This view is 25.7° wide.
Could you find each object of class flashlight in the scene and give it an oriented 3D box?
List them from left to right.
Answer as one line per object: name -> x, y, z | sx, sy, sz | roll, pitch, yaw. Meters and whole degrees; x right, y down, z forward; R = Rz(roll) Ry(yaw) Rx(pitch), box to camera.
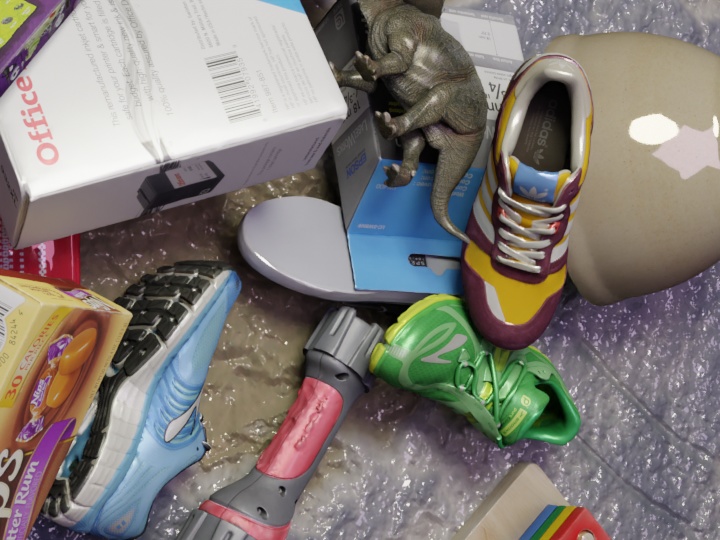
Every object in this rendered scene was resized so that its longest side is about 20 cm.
flashlight -> -0.049, 0.117, 1.057 | 0.068, 0.068, 0.200 | 36, 71, -18

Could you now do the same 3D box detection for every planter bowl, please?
planter bowl -> 0.222, -0.081, 1.132 | 0.200, 0.134, 0.201 | 27, 60, -60

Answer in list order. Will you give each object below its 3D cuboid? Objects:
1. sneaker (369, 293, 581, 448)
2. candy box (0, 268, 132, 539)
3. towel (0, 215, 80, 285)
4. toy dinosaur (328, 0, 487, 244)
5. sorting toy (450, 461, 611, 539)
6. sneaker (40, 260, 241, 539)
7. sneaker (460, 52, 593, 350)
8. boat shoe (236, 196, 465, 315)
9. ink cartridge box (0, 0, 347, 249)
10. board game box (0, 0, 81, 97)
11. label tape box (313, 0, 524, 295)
sneaker -> 0.089, 0.074, 1.094 | 0.200, 0.084, 0.074 | 20, 107, -43
candy box -> -0.217, 0.099, 0.904 | 0.056, 0.117, 0.200 | 26, 92, 18
towel -> -0.265, -0.013, 0.947 | 0.199, 0.022, 0.145 | -2, 97, -16
toy dinosaur -> 0.042, -0.117, 1.012 | 0.102, 0.077, 0.200 | -32, 90, -26
sorting toy -> 0.132, 0.278, 1.137 | 0.199, 0.070, 0.200 | -45, 107, -24
sneaker -> -0.133, 0.084, 1.024 | 0.090, 0.078, 0.200 | 41, 70, -39
sneaker -> 0.106, -0.042, 1.024 | 0.075, 0.090, 0.201 | 7, 99, 5
boat shoe -> 0.000, 0.000, 1.097 | 0.199, 0.057, 0.069 | 11, 61, -27
ink cartridge box -> -0.131, -0.114, 0.934 | 0.199, 0.084, 0.145 | -17, 75, -24
board game box -> -0.205, -0.185, 0.880 | 0.120, 0.032, 0.200 | 30, 56, 2
label tape box -> 0.055, -0.087, 1.098 | 0.144, 0.063, 0.201 | 3, 65, -30
